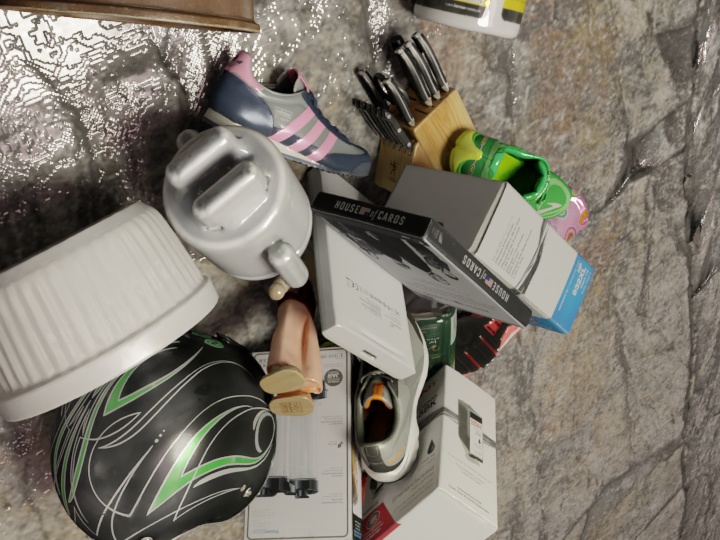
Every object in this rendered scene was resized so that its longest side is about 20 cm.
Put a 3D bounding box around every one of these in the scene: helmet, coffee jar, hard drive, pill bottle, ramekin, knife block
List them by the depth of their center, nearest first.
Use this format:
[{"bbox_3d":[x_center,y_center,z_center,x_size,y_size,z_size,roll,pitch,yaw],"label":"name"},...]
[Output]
[{"bbox_3d":[-0.228,0.024,0.696,0.199,0.200,0.106,-31,102,-22],"label":"ramekin"},{"bbox_3d":[-0.192,0.156,0.793,0.190,0.199,0.202,-4,115,-48],"label":"helmet"},{"bbox_3d":[0.127,-0.346,0.844,0.113,0.114,0.202,-2,113,-37],"label":"pill bottle"},{"bbox_3d":[0.000,0.000,0.874,0.026,0.202,0.132,-28,139,26],"label":"hard drive"},{"bbox_3d":[0.083,-0.170,0.929,0.198,0.064,0.178,-4,114,-37],"label":"knife block"},{"bbox_3d":[0.071,0.120,1.037,0.103,0.086,0.202,-2,120,7],"label":"coffee jar"}]

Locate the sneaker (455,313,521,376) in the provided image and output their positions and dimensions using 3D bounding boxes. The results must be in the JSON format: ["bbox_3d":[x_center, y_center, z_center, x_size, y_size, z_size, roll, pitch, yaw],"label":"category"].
[{"bbox_3d":[0.176,0.082,1.124,0.199,0.074,0.087,-37,162,-3],"label":"sneaker"}]

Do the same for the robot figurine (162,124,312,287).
[{"bbox_3d":[-0.107,-0.057,0.765,0.112,0.170,0.200,-35,165,-2],"label":"robot figurine"}]

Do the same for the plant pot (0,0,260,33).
[{"bbox_3d":[-0.165,-0.282,0.603,0.198,0.199,0.201,-6,108,-36],"label":"plant pot"}]

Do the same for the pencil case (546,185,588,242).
[{"bbox_3d":[0.199,-0.035,1.075,0.199,0.087,0.088,-36,129,-17],"label":"pencil case"}]

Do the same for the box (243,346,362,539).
[{"bbox_3d":[-0.059,0.188,0.889,0.115,0.202,0.060,-5,156,8],"label":"box"}]

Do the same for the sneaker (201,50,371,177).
[{"bbox_3d":[-0.055,-0.149,0.828,0.199,0.070,0.083,13,104,-43],"label":"sneaker"}]

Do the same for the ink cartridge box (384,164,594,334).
[{"bbox_3d":[0.134,-0.022,0.895,0.199,0.144,0.084,35,79,-42],"label":"ink cartridge box"}]

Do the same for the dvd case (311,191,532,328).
[{"bbox_3d":[0.062,-0.008,0.820,0.200,0.149,0.025,36,76,-45],"label":"dvd case"}]

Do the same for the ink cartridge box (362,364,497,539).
[{"bbox_3d":[0.075,0.226,0.933,0.083,0.201,0.147,36,119,-13],"label":"ink cartridge box"}]

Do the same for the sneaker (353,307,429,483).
[{"bbox_3d":[0.030,0.117,0.894,0.080,0.073,0.202,61,27,-54],"label":"sneaker"}]

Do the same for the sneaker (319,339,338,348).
[{"bbox_3d":[-0.049,0.186,0.990,0.073,0.081,0.202,5,108,-39],"label":"sneaker"}]

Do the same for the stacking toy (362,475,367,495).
[{"bbox_3d":[0.073,0.251,1.128,0.199,0.085,0.086,-36,130,-11],"label":"stacking toy"}]

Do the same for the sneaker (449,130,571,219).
[{"bbox_3d":[0.180,-0.094,0.944,0.199,0.083,0.075,16,100,-43],"label":"sneaker"}]

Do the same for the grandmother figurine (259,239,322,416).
[{"bbox_3d":[-0.063,0.049,0.855,0.060,0.201,0.122,0,136,2],"label":"grandmother figurine"}]
